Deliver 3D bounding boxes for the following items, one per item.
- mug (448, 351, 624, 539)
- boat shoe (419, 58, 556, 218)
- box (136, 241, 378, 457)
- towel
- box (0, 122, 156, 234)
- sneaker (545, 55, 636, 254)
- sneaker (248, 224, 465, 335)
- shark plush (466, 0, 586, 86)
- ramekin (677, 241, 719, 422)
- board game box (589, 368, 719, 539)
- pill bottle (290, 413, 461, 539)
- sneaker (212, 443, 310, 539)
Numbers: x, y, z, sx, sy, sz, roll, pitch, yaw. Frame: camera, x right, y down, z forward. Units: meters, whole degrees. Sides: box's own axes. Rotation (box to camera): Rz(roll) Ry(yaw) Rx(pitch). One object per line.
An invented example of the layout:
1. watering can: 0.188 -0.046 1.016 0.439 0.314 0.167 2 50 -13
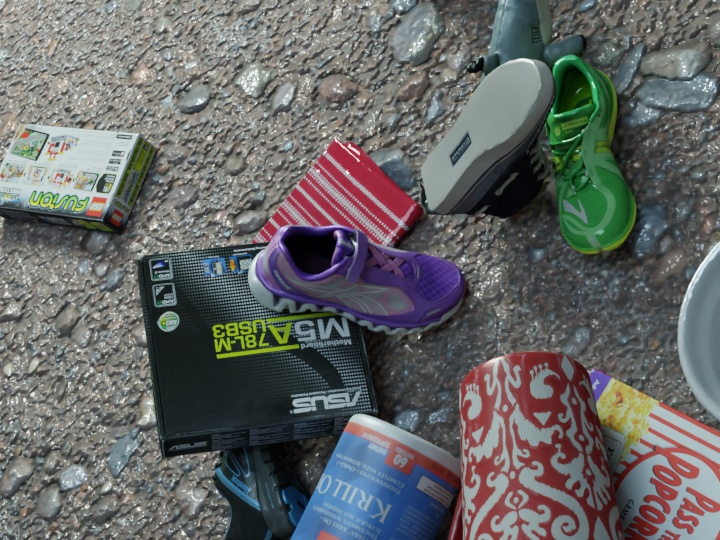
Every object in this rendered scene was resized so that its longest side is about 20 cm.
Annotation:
1. mug: 0.119 0.181 1.328 0.177 0.133 0.200 -20 53 24
2. boat shoe: 0.137 -0.115 1.515 0.200 0.093 0.075 -45 47 48
3. box: -0.098 0.067 1.571 0.199 0.048 0.194 -6 58 -8
4. towel: -0.039 -0.022 1.680 0.200 0.022 0.145 -50 50 4
5. box: -0.329 -0.106 1.919 0.200 0.035 0.110 9 71 38
6. sneaker: 0.194 -0.104 1.519 0.074 0.084 0.201 -20 56 25
7. sneaker: 0.000 0.000 1.546 0.199 0.089 0.081 7 56 -5
8. shark plush: 0.122 -0.185 1.614 0.091 0.083 0.200 34 87 41
9. ramekin: 0.355 0.054 1.312 0.200 0.098 0.201 -17 56 27
10. board game box: 0.232 0.187 1.359 0.200 0.046 0.152 27 83 41
11. pill bottle: 0.000 0.234 1.453 0.112 0.112 0.200 17 76 40
12. sneaker: -0.109 0.167 1.591 0.082 0.073 0.200 -30 51 20
